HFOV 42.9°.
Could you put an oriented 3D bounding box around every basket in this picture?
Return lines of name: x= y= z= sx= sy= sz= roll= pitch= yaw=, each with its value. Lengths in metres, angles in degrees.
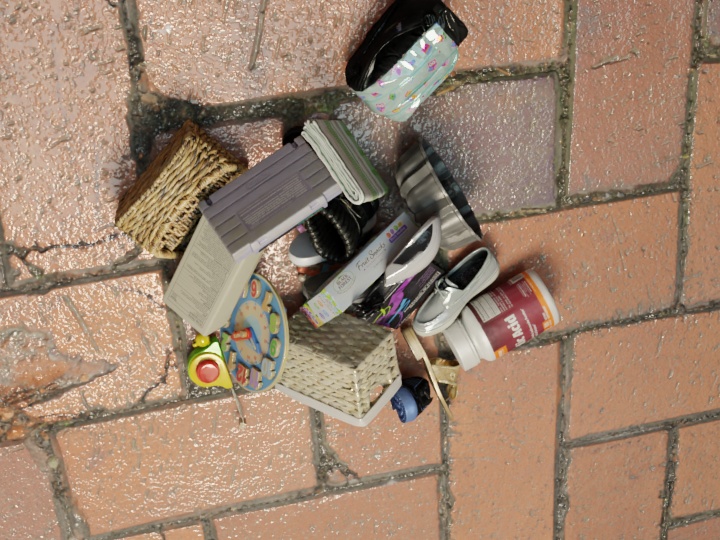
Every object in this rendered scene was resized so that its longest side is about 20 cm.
basket: x=-0.277 y=-0.112 z=1.465 sx=0.149 sy=0.143 sz=0.200 roll=40 pitch=98 yaw=-23
basket: x=-0.043 y=0.153 z=1.568 sx=0.135 sy=0.197 sz=0.125 roll=-41 pitch=139 yaw=-41

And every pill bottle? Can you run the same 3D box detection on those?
pill bottle: x=0.255 y=0.093 z=1.686 sx=0.198 sy=0.114 sz=0.115 roll=-30 pitch=115 yaw=-1

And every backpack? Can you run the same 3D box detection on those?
backpack: x=0.071 y=-0.341 z=1.458 sx=0.126 sy=0.168 sz=0.200 roll=35 pitch=106 yaw=-28

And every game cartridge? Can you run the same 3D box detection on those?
game cartridge: x=-0.139 y=-0.109 z=1.414 sx=0.198 sy=0.130 sz=0.039 roll=-34 pitch=152 yaw=-8

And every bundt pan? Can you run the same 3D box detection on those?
bundt pan: x=0.123 y=-0.120 z=1.537 sx=0.075 sy=0.203 sz=0.203 roll=-30 pitch=115 yaw=15

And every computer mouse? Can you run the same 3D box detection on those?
computer mouse: x=0.068 y=0.000 z=1.432 sx=0.044 sy=0.110 sz=0.200 roll=42 pitch=97 yaw=10

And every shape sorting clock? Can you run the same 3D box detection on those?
shape sorting clock: x=-0.184 y=0.105 z=1.548 sx=0.039 sy=0.199 sz=0.204 roll=-8 pitch=116 yaw=-40

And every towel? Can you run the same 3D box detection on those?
towel: x=-0.021 y=-0.172 z=1.454 sx=0.030 sy=0.200 sz=0.150 roll=-33 pitch=89 yaw=15

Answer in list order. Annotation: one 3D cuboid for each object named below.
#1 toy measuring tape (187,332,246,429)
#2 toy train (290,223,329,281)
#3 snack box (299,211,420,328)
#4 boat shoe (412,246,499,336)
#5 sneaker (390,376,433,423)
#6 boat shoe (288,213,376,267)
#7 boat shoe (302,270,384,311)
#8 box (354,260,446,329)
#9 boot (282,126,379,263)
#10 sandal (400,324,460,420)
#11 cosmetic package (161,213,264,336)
toy measuring tape: x=-0.262 y=0.202 z=1.631 sx=0.072 sy=0.074 sz=0.203 roll=-18 pitch=113 yaw=-6
toy train: x=-0.126 y=-0.064 z=1.568 sx=0.197 sy=0.056 sz=0.152 roll=22 pitch=104 yaw=-20
snack box: x=0.000 y=0.000 z=1.499 sx=0.053 sy=0.142 sz=0.200 roll=47 pitch=66 yaw=-2
boat shoe: x=0.165 y=0.032 z=1.655 sx=0.200 sy=0.070 sz=0.072 roll=-42 pitch=140 yaw=-4
sneaker: x=0.095 y=0.226 z=1.661 sx=0.077 sy=0.200 sz=0.071 roll=-16 pitch=92 yaw=-4
boat shoe: x=-0.046 y=-0.043 z=1.553 sx=0.199 sy=0.069 sz=0.067 roll=-37 pitch=144 yaw=-43
boat shoe: x=-0.009 y=0.042 z=1.615 sx=0.197 sy=0.074 sz=0.068 roll=-7 pitch=125 yaw=-23
box: x=0.075 y=0.034 z=1.589 sx=0.036 sy=0.200 sz=0.143 roll=43 pitch=97 yaw=16
boot: x=-0.066 y=-0.126 z=1.479 sx=0.211 sy=0.158 sz=0.079 roll=42 pitch=130 yaw=-6
sandal: x=0.153 y=0.183 z=1.719 sx=0.069 sy=0.078 sz=0.214 roll=-30 pitch=108 yaw=-1
cosmetic package: x=-0.236 y=-0.006 z=1.511 sx=0.103 sy=0.073 sz=0.202 roll=38 pitch=117 yaw=11
